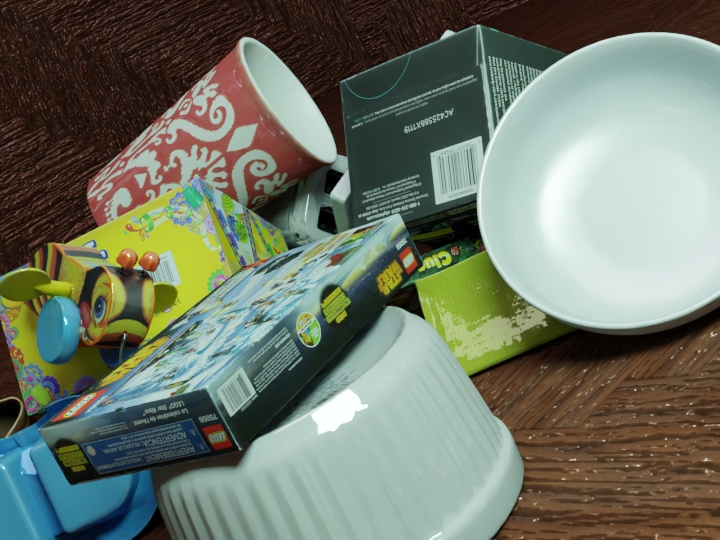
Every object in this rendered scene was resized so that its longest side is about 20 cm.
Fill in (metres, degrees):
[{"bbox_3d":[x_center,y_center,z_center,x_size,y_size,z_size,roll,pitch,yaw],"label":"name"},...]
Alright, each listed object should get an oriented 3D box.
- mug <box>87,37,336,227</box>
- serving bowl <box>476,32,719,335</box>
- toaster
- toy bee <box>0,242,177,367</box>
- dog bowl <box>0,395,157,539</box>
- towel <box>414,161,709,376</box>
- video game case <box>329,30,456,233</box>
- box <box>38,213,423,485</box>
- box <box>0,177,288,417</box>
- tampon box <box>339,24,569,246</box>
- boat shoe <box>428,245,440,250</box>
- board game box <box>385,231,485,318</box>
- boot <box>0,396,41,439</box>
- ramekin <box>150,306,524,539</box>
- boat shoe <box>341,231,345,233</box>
[{"bbox_3d":[-0.131,-0.094,1.102,0.199,0.134,0.177,-35,-13,16],"label":"mug"},{"bbox_3d":[0.177,-0.048,0.769,0.199,0.202,0.066,-24,-29,17],"label":"serving bowl"},{"bbox_3d":[-0.040,-0.055,1.185,0.199,0.115,0.129,20,-15,-37],"label":"toaster"},{"bbox_3d":[-0.176,0.023,0.857,0.131,0.199,0.109,-7,-54,-58],"label":"toy bee"},{"bbox_3d":[-0.231,0.163,0.879,0.199,0.112,0.050,-26,-1,8],"label":"dog bowl"},{"bbox_3d":[0.134,0.003,0.818,0.199,0.018,0.087,-25,57,16],"label":"towel"},{"bbox_3d":[0.040,-0.102,1.099,0.201,0.018,0.144,-56,-21,-21],"label":"video game case"},{"bbox_3d":[-0.067,0.041,0.674,0.136,0.040,0.200,-16,17,38],"label":"box"},{"bbox_3d":[-0.166,0.039,1.021,0.199,0.123,0.193,-25,-17,10],"label":"box"},{"bbox_3d":[0.107,-0.092,0.948,0.149,0.128,0.199,-15,-15,43],"label":"tampon box"},{"bbox_3d":[0.083,-0.110,1.095,0.066,0.202,0.057,-9,22,-40],"label":"boat shoe"},{"bbox_3d":[0.016,0.026,0.915,0.198,0.024,0.105,-22,-16,-16],"label":"board game box"},{"bbox_3d":[-0.282,0.138,1.008,0.200,0.073,0.155,-50,-13,-31],"label":"boot"},{"bbox_3d":[-0.020,0.104,0.661,0.199,0.106,0.200,-26,12,6],"label":"ramekin"},{"bbox_3d":[-0.001,0.000,1.024,0.070,0.072,0.201,-25,-5,0],"label":"boat shoe"}]
